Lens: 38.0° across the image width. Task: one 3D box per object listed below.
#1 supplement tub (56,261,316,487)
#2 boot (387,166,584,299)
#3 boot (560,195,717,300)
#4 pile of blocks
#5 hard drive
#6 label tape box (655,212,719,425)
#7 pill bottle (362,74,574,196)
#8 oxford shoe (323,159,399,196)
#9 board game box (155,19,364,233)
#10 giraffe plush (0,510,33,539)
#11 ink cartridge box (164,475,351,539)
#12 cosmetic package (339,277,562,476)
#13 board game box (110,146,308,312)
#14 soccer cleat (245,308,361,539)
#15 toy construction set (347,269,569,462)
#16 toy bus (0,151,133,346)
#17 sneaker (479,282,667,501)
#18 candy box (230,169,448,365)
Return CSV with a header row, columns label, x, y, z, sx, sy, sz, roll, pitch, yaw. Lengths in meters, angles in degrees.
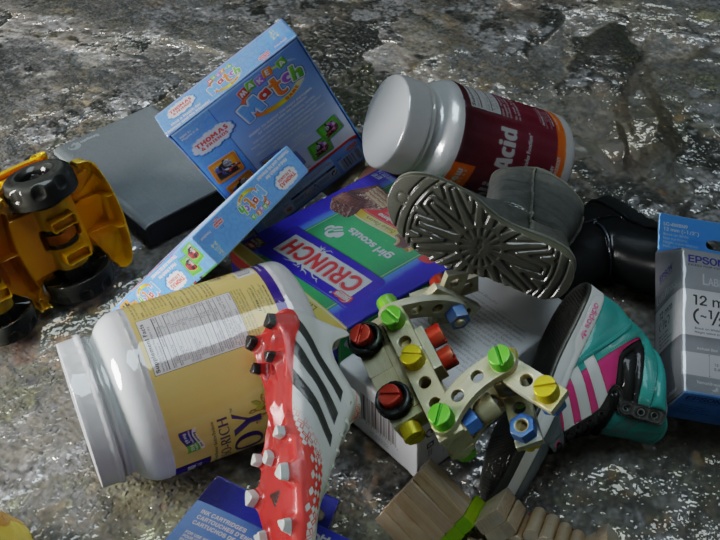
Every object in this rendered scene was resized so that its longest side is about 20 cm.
label,x,y,z,sx,sy,sz,roll,pitch,yaw
supplement tub,-0.138,0.087,0.872,0.199,0.146,0.146,-19,43,-17
boot,0.120,-0.059,0.928,0.181,0.073,0.200,30,30,-3
boot,0.228,-0.001,1.012,0.162,0.074,0.198,-22,37,-24
pile of blocks,0.114,0.208,0.795,0.199,0.082,0.062,20,14,15
hard drive,-0.239,-0.113,1.194,0.139,0.033,0.200,-31,48,-29
label tape box,0.334,0.035,0.904,0.143,0.066,0.201,10,65,-2
pill bottle,0.111,-0.131,1.080,0.199,0.114,0.114,11,35,-26
oxford shoe,0.031,-0.141,1.185,0.074,0.071,0.200,20,46,28
board game box,-0.090,-0.134,1.043,0.151,0.200,0.037,-37,56,0
giraffe plush,-0.319,0.210,0.725,0.172,0.163,0.200,-20,43,-19
ink cartridge box,-0.085,0.241,0.749,0.136,0.077,0.200,19,44,23
cosmetic package,0.088,0.081,0.924,0.200,0.071,0.101,-31,49,-28
board game box,-0.148,-0.021,0.978,0.037,0.200,0.151,47,48,-9
soccer cleat,-0.036,0.120,0.765,0.085,0.069,0.201,13,53,-29
toy construction set,0.069,0.067,0.819,0.131,0.092,0.200,-30,37,5
toy bus,-0.363,-0.035,1.049,0.200,0.136,0.192,-34,37,-28
sneaker,0.188,0.125,0.868,0.120,0.084,0.201,31,78,-8
candy box,0.000,0.000,1.018,0.200,0.077,0.169,-31,48,-28
